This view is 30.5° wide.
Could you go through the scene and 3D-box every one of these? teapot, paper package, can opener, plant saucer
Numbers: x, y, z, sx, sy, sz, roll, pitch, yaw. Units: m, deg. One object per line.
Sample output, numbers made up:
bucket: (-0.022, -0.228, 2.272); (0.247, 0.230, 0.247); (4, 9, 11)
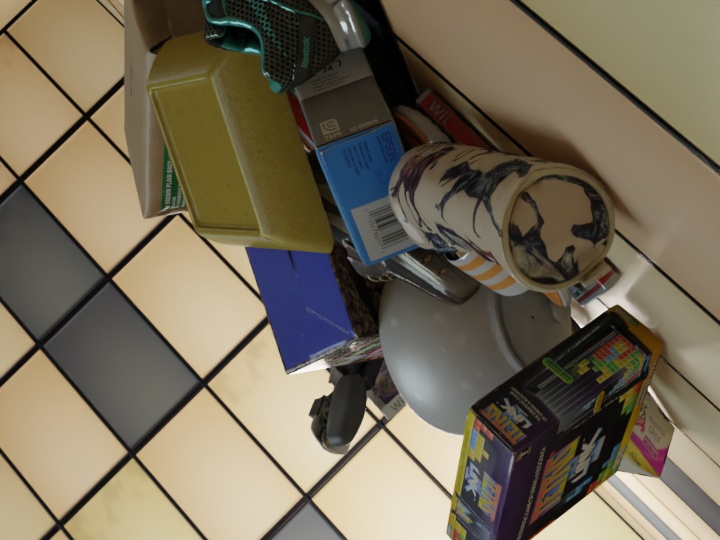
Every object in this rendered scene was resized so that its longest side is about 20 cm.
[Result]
teapot: (0.120, 0.047, 1.186); (0.200, 0.146, 0.198); (9, -112, -49)
paper package: (-0.182, -0.183, 1.336); (0.191, 0.103, 0.200); (-110, 23, -48)
can opener: (0.006, 0.095, 1.334); (0.053, 0.200, 0.067); (41, 144, -27)
plant saucer: (-0.115, -0.103, 1.124); (0.200, 0.048, 0.201); (5, 116, 59)

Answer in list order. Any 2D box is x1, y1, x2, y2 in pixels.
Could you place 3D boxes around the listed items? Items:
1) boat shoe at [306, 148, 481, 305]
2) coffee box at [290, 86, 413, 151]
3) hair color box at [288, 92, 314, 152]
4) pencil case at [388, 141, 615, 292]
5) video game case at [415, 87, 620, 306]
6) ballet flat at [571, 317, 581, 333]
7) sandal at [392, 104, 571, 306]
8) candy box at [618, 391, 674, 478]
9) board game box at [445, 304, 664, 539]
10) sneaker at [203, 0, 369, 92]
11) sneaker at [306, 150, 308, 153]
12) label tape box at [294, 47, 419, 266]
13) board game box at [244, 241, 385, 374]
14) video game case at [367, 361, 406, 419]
boat shoe: (0.025, -0.031, 1.113); (0.200, 0.074, 0.073); (42, 142, 30)
coffee box: (-0.004, -0.144, 1.242); (0.123, 0.044, 0.200); (47, 177, -21)
hair color box: (-0.055, -0.175, 1.401); (0.200, 0.061, 0.101); (46, 176, -17)
pencil case: (0.091, -0.038, 0.876); (0.089, 0.078, 0.200); (43, 174, -21)
video game case: (0.118, -0.053, 1.036); (0.200, 0.017, 0.143); (45, 177, 6)
ballet flat: (0.180, 0.056, 1.379); (0.067, 0.046, 0.200); (47, 177, -11)
sandal: (0.080, -0.037, 1.020); (0.207, 0.059, 0.079); (47, 177, -15)
candy box: (0.197, 0.141, 1.326); (0.199, 0.061, 0.136); (4, 150, 37)
board game box: (0.155, 0.141, 1.079); (0.057, 0.165, 0.200); (43, 151, 27)
sneaker: (-0.087, -0.206, 0.954); (0.200, 0.091, 0.078); (44, 176, 26)
sneaker: (-0.045, -0.075, 1.404); (0.200, 0.078, 0.091); (35, 177, -26)
label tape box: (-0.014, -0.126, 1.039); (0.144, 0.063, 0.200); (68, -179, -51)
board game box: (0.000, 0.000, 1.269); (0.200, 0.097, 0.160); (-5, -107, -52)
video game case: (0.080, 0.064, 1.386); (0.018, 0.200, 0.143); (48, 177, -17)
